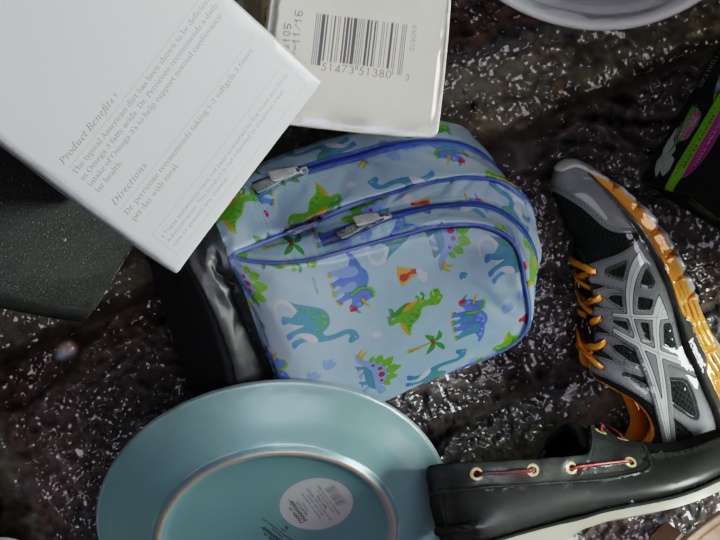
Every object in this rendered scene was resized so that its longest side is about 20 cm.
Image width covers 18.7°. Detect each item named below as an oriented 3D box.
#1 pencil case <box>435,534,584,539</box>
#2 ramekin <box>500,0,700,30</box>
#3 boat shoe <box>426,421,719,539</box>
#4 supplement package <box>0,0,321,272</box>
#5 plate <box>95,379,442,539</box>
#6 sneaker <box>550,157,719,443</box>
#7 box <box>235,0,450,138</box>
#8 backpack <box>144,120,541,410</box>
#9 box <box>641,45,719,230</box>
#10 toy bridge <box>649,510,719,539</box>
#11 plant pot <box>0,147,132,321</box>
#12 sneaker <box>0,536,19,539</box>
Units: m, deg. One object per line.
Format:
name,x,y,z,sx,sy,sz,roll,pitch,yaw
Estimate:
pencil case,0.098,0.229,1.231,0.083,0.200,0.087,14,139,-33
ramekin,0.135,-0.238,1.193,0.200,0.105,0.201,4,105,13
boat shoe,0.131,0.114,1.224,0.201,0.074,0.063,-11,85,-23
supplement package,-0.140,-0.111,0.988,0.200,0.117,0.117,40,86,-35
plate,-0.048,0.142,1.222,0.200,0.026,0.201,-3,129,-4
sneaker,0.157,0.027,1.275,0.077,0.078,0.200,-29,102,-1
box,-0.019,-0.117,1.157,0.095,0.200,0.078,4,96,-12
backpack,0.000,0.000,1.211,0.200,0.154,0.163,-27,128,-22
box,0.270,-0.074,1.219,0.124,0.200,0.149,30,91,-13
toy bridge,0.260,0.105,1.308,0.200,0.067,0.027,-45,103,-2
plant pot,-0.196,-0.085,1.141,0.177,0.199,0.200,30,91,-24
sneaker,-0.146,0.229,1.228,0.200,0.085,0.075,26,113,-8
